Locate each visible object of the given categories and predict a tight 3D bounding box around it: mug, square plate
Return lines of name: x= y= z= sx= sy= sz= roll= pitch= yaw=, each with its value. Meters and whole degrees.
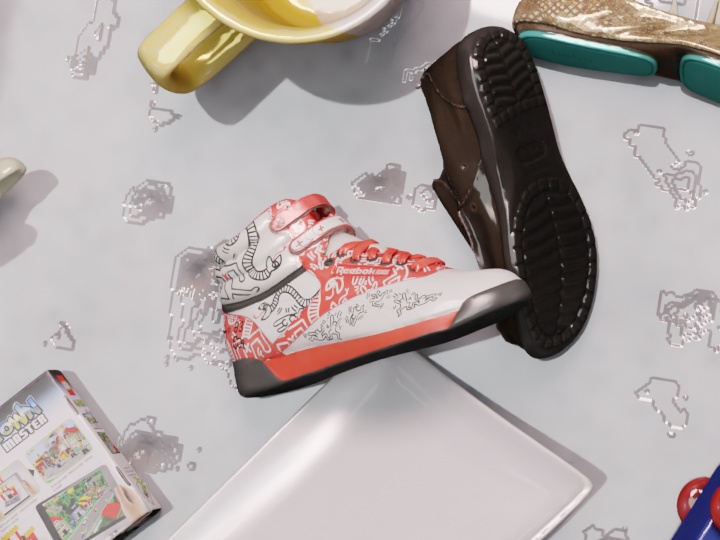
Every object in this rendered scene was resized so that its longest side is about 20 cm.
mug: x=-0.045 y=-0.195 z=1.592 sx=0.186 sy=0.153 sz=0.150 roll=-12 pitch=86 yaw=7
square plate: x=0.008 y=0.150 z=1.569 sx=0.198 sy=0.028 sz=0.200 roll=-44 pitch=46 yaw=-11

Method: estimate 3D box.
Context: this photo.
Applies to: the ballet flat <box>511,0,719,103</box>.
ballet flat: x=0.192 y=-0.141 z=1.606 sx=0.200 sy=0.071 sz=0.065 roll=17 pitch=75 yaw=4

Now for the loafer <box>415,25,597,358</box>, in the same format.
loafer: x=0.085 y=-0.045 z=1.618 sx=0.071 sy=0.073 sz=0.200 roll=-10 pitch=93 yaw=49

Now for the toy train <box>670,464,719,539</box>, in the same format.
toy train: x=0.205 y=0.221 z=1.569 sx=0.116 sy=0.085 sz=0.200 roll=34 pitch=82 yaw=-6

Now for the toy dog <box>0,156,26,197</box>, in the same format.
toy dog: x=-0.331 y=-0.091 z=1.647 sx=0.194 sy=0.140 sz=0.200 roll=-38 pitch=83 yaw=40

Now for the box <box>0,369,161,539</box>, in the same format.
box: x=-0.234 y=0.163 z=1.655 sx=0.200 sy=0.035 sz=0.110 roll=-37 pitch=83 yaw=4

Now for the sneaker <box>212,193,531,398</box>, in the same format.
sneaker: x=-0.001 y=0.000 z=1.595 sx=0.201 sy=0.067 sz=0.108 roll=-19 pitch=81 yaw=30
